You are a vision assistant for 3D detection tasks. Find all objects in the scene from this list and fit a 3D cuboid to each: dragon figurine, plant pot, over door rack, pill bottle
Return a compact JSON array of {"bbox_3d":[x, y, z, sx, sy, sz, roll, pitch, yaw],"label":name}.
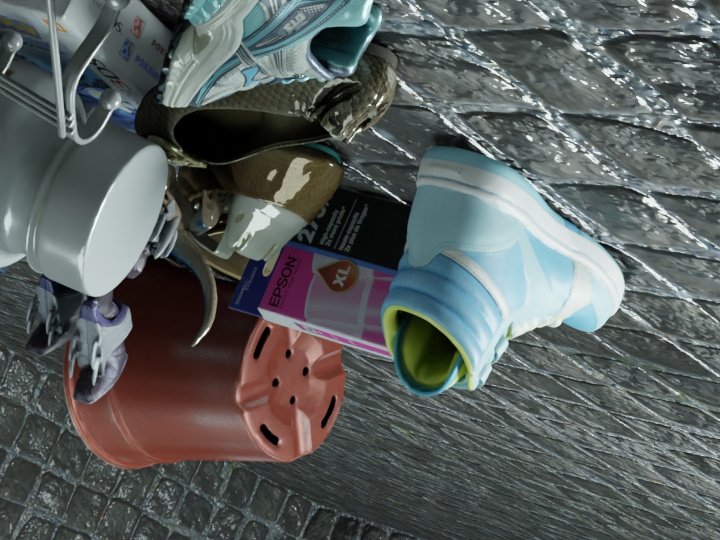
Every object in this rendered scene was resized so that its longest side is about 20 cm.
[{"bbox_3d":[-0.142,-0.043,1.177,0.059,0.201,0.099,-18,175,-45],"label":"dragon figurine"},{"bbox_3d":[-0.131,0.090,1.668,0.194,0.202,0.201,3,159,37],"label":"plant pot"},{"bbox_3d":[-0.188,-0.160,0.878,0.147,0.067,0.200,30,157,18],"label":"over door rack"},{"bbox_3d":[-0.212,-0.066,1.004,0.199,0.115,0.114,25,169,13],"label":"pill bottle"}]

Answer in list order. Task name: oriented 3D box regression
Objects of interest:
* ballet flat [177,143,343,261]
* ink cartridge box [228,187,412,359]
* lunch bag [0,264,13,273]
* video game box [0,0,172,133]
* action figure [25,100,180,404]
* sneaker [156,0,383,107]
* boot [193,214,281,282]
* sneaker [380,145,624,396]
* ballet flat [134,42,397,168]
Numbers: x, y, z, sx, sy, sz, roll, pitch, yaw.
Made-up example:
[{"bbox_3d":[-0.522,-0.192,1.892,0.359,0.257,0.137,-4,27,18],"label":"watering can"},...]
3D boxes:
[{"bbox_3d":[-0.074,-0.043,1.198,0.068,0.073,0.200,26,169,-28],"label":"ballet flat"},{"bbox_3d":[0.000,0.000,1.190,0.199,0.095,0.037,15,166,37],"label":"ink cartridge box"},{"bbox_3d":[-0.287,-0.093,1.197,0.200,0.083,0.161,43,176,-15],"label":"lunch bag"},{"bbox_3d":[-0.191,-0.138,1.064,0.199,0.047,0.182,16,164,30],"label":"video game box"},{"bbox_3d":[-0.168,-0.021,1.106,0.130,0.069,0.201,26,133,22],"label":"action figure"},{"bbox_3d":[-0.040,-0.107,0.830,0.086,0.078,0.200,21,169,-7],"label":"sneaker"},{"bbox_3d":[-0.026,0.006,1.324,0.200,0.071,0.144,14,163,19],"label":"boot"},{"bbox_3d":[0.077,0.025,1.063,0.079,0.131,0.200,11,164,41],"label":"sneaker"},{"bbox_3d":[-0.055,-0.078,0.966,0.067,0.047,0.199,20,161,-40],"label":"ballet flat"}]
